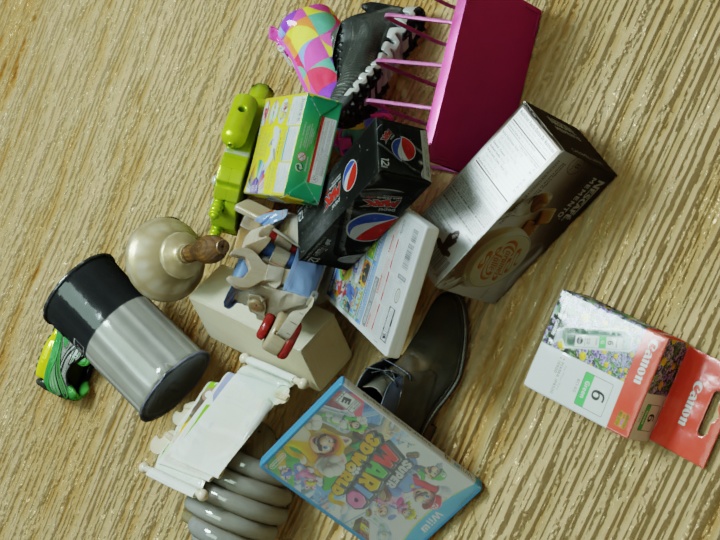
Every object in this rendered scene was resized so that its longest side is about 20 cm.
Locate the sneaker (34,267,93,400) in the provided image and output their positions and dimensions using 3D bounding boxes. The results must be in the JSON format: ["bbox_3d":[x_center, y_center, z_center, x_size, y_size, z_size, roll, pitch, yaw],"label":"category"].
[{"bbox_3d":[-0.376,0.083,1.909,0.085,0.078,0.202,24,105,32],"label":"sneaker"}]

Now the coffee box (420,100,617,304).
[{"bbox_3d":[0.156,-0.067,1.475,0.200,0.114,0.080,-47,55,20],"label":"coffee box"}]

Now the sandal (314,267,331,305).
[{"bbox_3d":[0.001,-0.007,1.634,0.202,0.050,0.083,-18,56,49],"label":"sandal"}]

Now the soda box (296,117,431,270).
[{"bbox_3d":[0.000,-0.077,1.480,0.200,0.063,0.071,-45,41,52],"label":"soda box"}]

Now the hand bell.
[{"bbox_3d":[-0.197,-0.020,1.621,0.200,0.103,0.105,-9,74,64],"label":"hand bell"}]

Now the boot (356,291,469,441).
[{"bbox_3d":[0.054,0.114,1.531,0.074,0.097,0.202,21,95,40],"label":"boot"}]

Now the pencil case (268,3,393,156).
[{"bbox_3d":[-0.035,-0.229,1.679,0.088,0.088,0.201,-44,57,23],"label":"pencil case"}]

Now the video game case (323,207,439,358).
[{"bbox_3d":[0.019,-0.007,1.508,0.200,0.018,0.144,41,117,62],"label":"video game case"}]

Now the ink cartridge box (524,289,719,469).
[{"bbox_3d":[0.269,0.106,1.390,0.199,0.050,0.110,27,98,40],"label":"ink cartridge box"}]

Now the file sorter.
[{"bbox_3d":[0.091,-0.213,1.539,0.125,0.138,0.202,14,90,40],"label":"file sorter"}]

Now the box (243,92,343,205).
[{"bbox_3d":[-0.082,-0.135,1.570,0.200,0.048,0.118,-165,89,-69],"label":"box"}]

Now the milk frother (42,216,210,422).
[{"bbox_3d":[-0.256,0.054,1.758,0.188,0.180,0.200,43,94,15],"label":"milk frother"}]

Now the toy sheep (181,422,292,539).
[{"bbox_3d":[-0.147,0.275,1.645,0.137,0.137,0.202,14,86,39],"label":"toy sheep"}]

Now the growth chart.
[{"bbox_3d":[-0.166,0.179,1.634,0.200,0.018,0.144,-49,40,-14],"label":"growth chart"}]

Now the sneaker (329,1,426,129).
[{"bbox_3d":[-0.004,-0.241,1.606,0.090,0.067,0.201,21,56,18],"label":"sneaker"}]

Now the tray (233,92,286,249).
[{"bbox_3d":[-0.112,-0.112,1.709,0.037,0.099,0.202,16,91,-1],"label":"tray"}]

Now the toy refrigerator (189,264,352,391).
[{"bbox_3d":[-0.107,0.064,1.674,0.199,0.076,0.070,22,58,39],"label":"toy refrigerator"}]

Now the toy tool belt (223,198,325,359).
[{"bbox_3d":[-0.110,0.004,1.575,0.125,0.122,0.201,-57,9,41],"label":"toy tool belt"}]

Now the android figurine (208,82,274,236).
[{"bbox_3d":[-0.149,-0.127,1.703,0.041,0.183,0.201,15,58,3],"label":"android figurine"}]

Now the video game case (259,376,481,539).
[{"bbox_3d":[0.011,0.219,1.504,0.143,0.200,0.018,-46,16,22],"label":"video game case"}]
